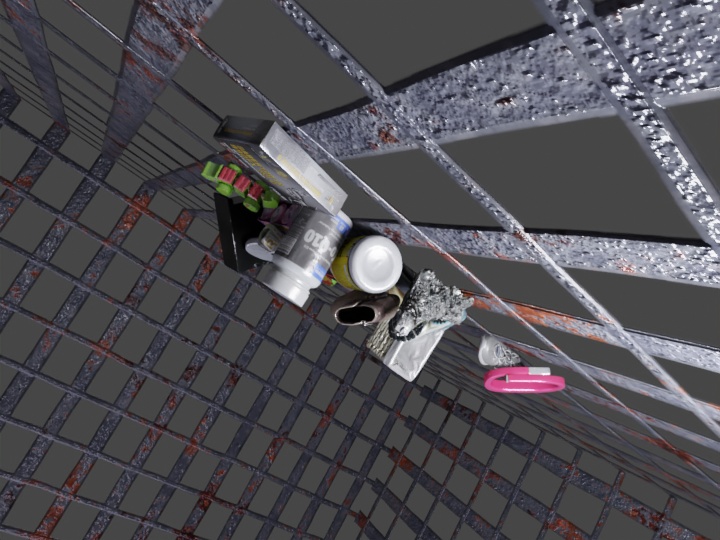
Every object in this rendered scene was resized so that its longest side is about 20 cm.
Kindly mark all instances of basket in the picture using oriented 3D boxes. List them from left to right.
[{"bbox_3d":[0.125,0.177,1.436,0.123,0.202,0.135,27,171,47],"label":"basket"}]

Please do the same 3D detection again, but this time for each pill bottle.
[{"bbox_3d":[-0.109,-0.037,1.054,0.112,0.202,0.114,29,171,5],"label":"pill bottle"},{"bbox_3d":[0.000,-0.015,1.094,0.112,0.114,0.199,34,170,-18],"label":"pill bottle"}]

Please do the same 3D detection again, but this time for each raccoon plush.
[{"bbox_3d":[0.145,0.093,1.032,0.132,0.201,0.097,30,139,0],"label":"raccoon plush"}]

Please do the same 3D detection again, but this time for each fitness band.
[{"bbox_3d":[0.410,0.280,1.305,0.195,0.038,0.144,0,154,8],"label":"fitness band"}]

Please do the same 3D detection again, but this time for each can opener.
[{"bbox_3d":[0.125,0.029,1.167,0.066,0.054,0.200,-11,149,24],"label":"can opener"}]

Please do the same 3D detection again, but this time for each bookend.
[{"bbox_3d":[-0.280,-0.124,1.413,0.091,0.196,0.204,22,123,47],"label":"bookend"}]

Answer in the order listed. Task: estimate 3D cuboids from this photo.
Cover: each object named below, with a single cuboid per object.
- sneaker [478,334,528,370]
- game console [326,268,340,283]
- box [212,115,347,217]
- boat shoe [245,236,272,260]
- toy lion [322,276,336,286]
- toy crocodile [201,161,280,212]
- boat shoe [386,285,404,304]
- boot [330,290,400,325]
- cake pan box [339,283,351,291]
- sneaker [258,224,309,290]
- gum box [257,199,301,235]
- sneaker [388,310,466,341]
[{"bbox_3d":[0.363,0.215,1.312,0.081,0.076,0.199,0,156,42],"label":"sneaker"},{"bbox_3d":[-0.069,-0.001,1.289,0.175,0.032,0.199,29,174,-25],"label":"game console"},{"bbox_3d":[-0.135,-0.177,0.889,0.157,0.049,0.200,23,168,44],"label":"box"},{"bbox_3d":[-0.208,-0.072,1.379,0.196,0.072,0.072,5,147,-21],"label":"boat shoe"},{"bbox_3d":[-0.148,-0.033,1.533,0.200,0.069,0.191,47,162,-7],"label":"toy lion"},{"bbox_3d":[-0.271,-0.195,1.183,0.197,0.068,0.062,29,165,4],"label":"toy crocodile"},{"bbox_3d":[0.093,0.062,1.254,0.061,0.075,0.200,-10,159,16],"label":"boat shoe"},{"bbox_3d":[-0.012,0.081,1.076,0.197,0.072,0.146,-14,-179,29],"label":"boot"},{"bbox_3d":[0.017,0.053,1.587,0.198,0.053,0.184,30,168,8],"label":"cake pan box"},{"bbox_3d":[-0.176,-0.029,1.159,0.115,0.074,0.200,38,-171,-36],"label":"sneaker"},{"bbox_3d":[-0.159,-0.111,1.248,0.113,0.067,0.199,36,170,-31],"label":"gum box"},{"bbox_3d":[0.157,0.124,1.207,0.197,0.079,0.086,-21,152,30],"label":"sneaker"}]
